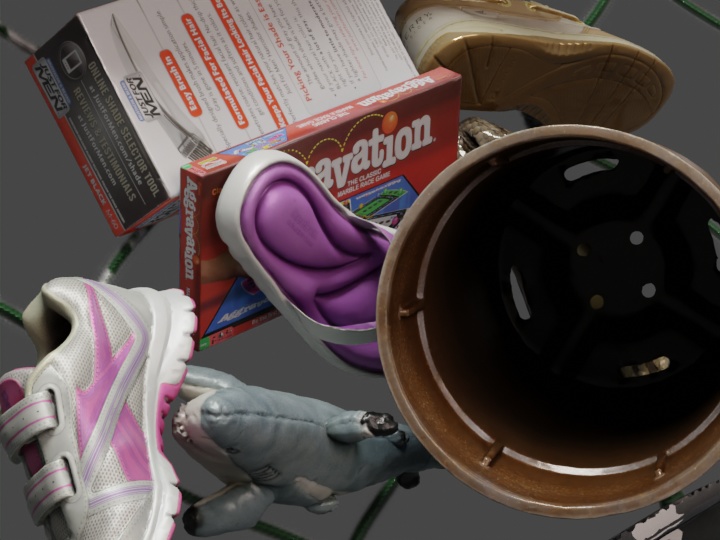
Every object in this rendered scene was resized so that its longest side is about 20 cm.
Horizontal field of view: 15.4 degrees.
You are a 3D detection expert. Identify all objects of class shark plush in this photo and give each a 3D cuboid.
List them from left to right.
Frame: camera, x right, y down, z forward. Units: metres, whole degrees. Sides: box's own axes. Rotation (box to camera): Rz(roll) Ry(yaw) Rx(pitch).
[{"bbox_3d":[-0.012,0.097,1.373,0.200,0.083,0.091,18,58,-28],"label":"shark plush"}]

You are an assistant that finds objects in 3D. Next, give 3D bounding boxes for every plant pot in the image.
[{"bbox_3d":[0.127,0.012,1.420,0.200,0.200,0.198,55,16,0],"label":"plant pot"}]

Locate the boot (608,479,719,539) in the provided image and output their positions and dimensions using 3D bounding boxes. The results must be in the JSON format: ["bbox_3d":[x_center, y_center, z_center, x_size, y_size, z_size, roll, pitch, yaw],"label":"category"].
[{"bbox_3d":[0.190,0.234,1.462,0.165,0.066,0.200,-27,82,-33],"label":"boot"}]

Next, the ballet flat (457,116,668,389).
[{"bbox_3d":[0.118,-0.007,1.546,0.067,0.046,0.200,-35,90,-41],"label":"ballet flat"}]

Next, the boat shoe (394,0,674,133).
[{"bbox_3d":[0.104,-0.130,1.582,0.200,0.074,0.069,10,35,-42],"label":"boat shoe"}]

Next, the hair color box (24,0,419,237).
[{"bbox_3d":[-0.070,-0.104,1.448,0.200,0.064,0.111,-23,84,-42],"label":"hair color box"}]

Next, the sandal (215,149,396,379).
[{"bbox_3d":[-0.003,0.007,1.407,0.203,0.050,0.083,33,81,-46],"label":"sandal"}]

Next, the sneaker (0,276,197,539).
[{"bbox_3d":[-0.140,0.089,1.296,0.088,0.081,0.200,19,51,-23],"label":"sneaker"}]

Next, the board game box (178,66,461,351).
[{"bbox_3d":[-0.019,-0.036,1.436,0.200,0.019,0.103,-24,126,-41],"label":"board game box"}]
